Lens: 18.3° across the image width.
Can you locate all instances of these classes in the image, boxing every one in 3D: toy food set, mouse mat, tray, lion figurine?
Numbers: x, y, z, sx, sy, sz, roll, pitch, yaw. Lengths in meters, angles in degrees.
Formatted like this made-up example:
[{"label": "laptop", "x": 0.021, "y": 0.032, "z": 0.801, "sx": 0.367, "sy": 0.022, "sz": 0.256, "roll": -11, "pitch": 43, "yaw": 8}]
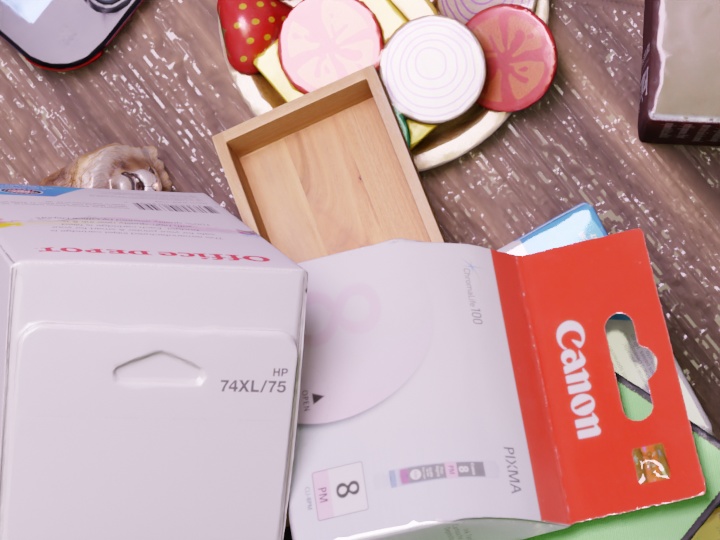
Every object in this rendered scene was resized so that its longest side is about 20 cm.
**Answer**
[{"label": "toy food set", "x": 0.016, "y": -0.152, "z": 1.274, "sx": 0.200, "sy": 0.049, "sz": 0.198, "roll": -42, "pitch": 86, "yaw": 4}, {"label": "mouse mat", "x": 0.070, "y": 0.126, "z": 1.106, "sx": 0.160, "sy": 0.008, "sz": 0.200, "roll": 34, "pitch": 71, "yaw": 26}, {"label": "tray", "x": 0.000, "y": 0.000, "z": 1.207, "sx": 0.098, "sy": 0.037, "sz": 0.201, "roll": -23, "pitch": 71, "yaw": 5}, {"label": "lion figurine", "x": -0.171, "y": 0.026, "z": 1.280, "sx": 0.072, "sy": 0.122, "sz": 0.202, "roll": 24, "pitch": 111, "yaw": 39}]

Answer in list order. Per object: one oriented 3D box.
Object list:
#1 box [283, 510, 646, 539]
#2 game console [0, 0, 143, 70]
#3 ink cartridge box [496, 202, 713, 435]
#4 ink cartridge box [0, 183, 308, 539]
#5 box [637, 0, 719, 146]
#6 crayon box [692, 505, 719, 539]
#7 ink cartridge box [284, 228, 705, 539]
[{"label": "box", "x": 0.056, "y": 0.199, "z": 1.122, "sx": 0.198, "sy": 0.086, "sz": 0.165, "roll": -14, "pitch": 60, "yaw": 3}, {"label": "game console", "x": -0.189, "y": -0.234, "z": 1.306, "sx": 0.200, "sy": 0.031, "sz": 0.177, "roll": 40, "pitch": 94, "yaw": 4}, {"label": "ink cartridge box", "x": 0.075, "y": 0.076, "z": 1.243, "sx": 0.199, "sy": 0.085, "sz": 0.145, "roll": -28, "pitch": 82, "yaw": 3}, {"label": "ink cartridge box", "x": -0.127, "y": 0.046, "z": 1.136, "sx": 0.145, "sy": 0.200, "sz": 0.148, "roll": 2, "pitch": 102, "yaw": -19}, {"label": "box", "x": 0.234, "y": -0.170, "z": 1.191, "sx": 0.162, "sy": 0.166, "sz": 0.202, "roll": 3, "pitch": 89, "yaw": 5}, {"label": "crayon box", "x": 0.205, "y": 0.199, "z": 1.249, "sx": 0.199, "sy": 0.051, "sz": 0.128, "roll": -30, "pitch": 87, "yaw": 4}, {"label": "ink cartridge box", "x": 0.056, "y": 0.056, "z": 1.116, "sx": 0.198, "sy": 0.057, "sz": 0.164, "roll": -16, "pitch": 57, "yaw": 10}]
